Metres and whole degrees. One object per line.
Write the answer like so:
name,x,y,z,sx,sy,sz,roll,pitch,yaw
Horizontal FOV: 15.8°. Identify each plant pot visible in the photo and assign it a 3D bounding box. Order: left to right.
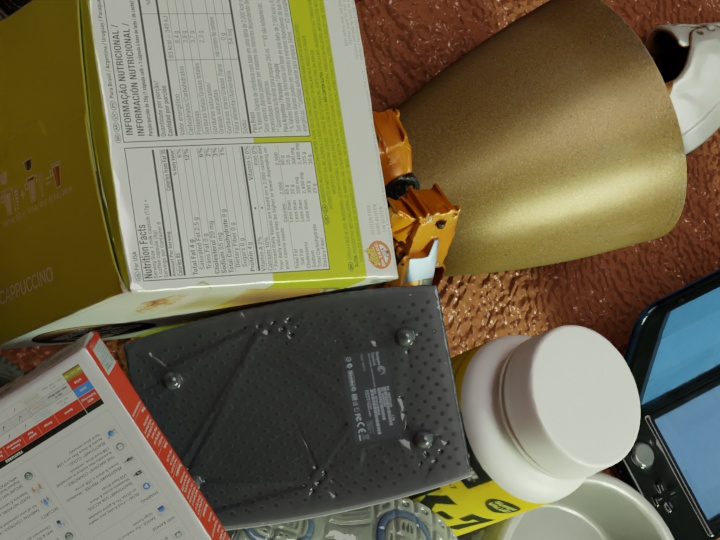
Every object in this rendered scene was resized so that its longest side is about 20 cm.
plant pot,0.094,-0.073,1.820,0.199,0.186,0.187,-24,92,-21

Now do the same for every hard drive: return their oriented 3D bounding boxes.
hard drive,-0.039,0.086,1.626,0.199,0.042,0.136,-11,91,0

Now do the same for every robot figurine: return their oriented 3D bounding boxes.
robot figurine,0.000,0.000,1.708,0.058,0.201,0.145,-6,47,-30

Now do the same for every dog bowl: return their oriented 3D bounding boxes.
dog bowl,0.148,0.232,1.835,0.199,0.059,0.201,9,73,-31

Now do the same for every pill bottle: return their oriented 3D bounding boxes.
pill bottle,0.085,0.109,1.730,0.114,0.200,0.115,15,63,-33

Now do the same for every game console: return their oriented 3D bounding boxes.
game console,0.282,0.090,1.919,0.199,0.118,0.171,-24,82,-35

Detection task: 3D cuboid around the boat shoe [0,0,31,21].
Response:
boat shoe,-0.144,-0.191,1.702,0.199,0.066,0.070,-1,82,-10

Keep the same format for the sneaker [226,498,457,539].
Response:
sneaker,-0.017,0.186,1.714,0.199,0.087,0.075,21,61,-21

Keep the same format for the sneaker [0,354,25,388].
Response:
sneaker,-0.186,0.121,1.617,0.066,0.090,0.200,-42,103,-29

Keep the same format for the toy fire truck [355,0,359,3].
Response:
toy fire truck,-0.077,-0.243,1.788,0.200,0.112,0.168,35,87,-23

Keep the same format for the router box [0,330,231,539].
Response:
router box,-0.196,0.165,1.557,0.199,0.049,0.180,-31,98,6

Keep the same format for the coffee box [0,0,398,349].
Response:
coffee box,-0.122,-0.069,1.643,0.197,0.199,0.201,-4,81,-33

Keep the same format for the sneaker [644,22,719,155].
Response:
sneaker,0.276,-0.174,2.012,0.200,0.073,0.085,-45,106,-32
